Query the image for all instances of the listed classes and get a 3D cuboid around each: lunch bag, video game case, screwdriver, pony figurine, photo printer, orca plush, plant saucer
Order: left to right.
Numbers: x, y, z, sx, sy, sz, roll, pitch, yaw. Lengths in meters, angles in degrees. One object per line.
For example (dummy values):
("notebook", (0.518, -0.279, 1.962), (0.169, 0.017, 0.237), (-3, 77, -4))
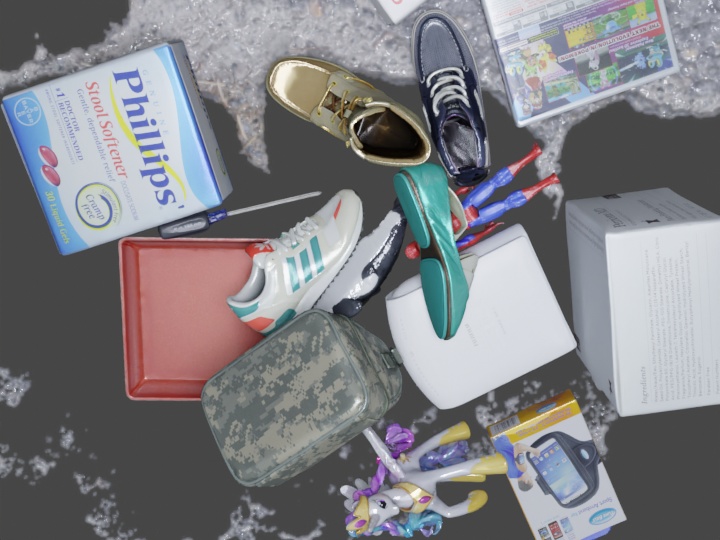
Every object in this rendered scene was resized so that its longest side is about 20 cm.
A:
("plant saucer", (-0.188, 0.057, 1.164), (0.196, 0.037, 0.204), (0, 103, -1))
("screwdriver", (-0.142, -0.074, 1.130), (0.197, 0.028, 0.030), (-19, 78, -10))
("lunch bag", (-0.057, 0.146, 1.082), (0.199, 0.167, 0.141), (-36, 68, 15))
("orca plush", (0.000, 0.000, 1.151), (0.105, 0.071, 0.202), (35, 92, 37))
("pony figurine", (0.052, 0.243, 1.148), (0.196, 0.193, 0.170), (-13, 108, -16))
("photo printer", (0.137, 0.061, 1.147), (0.197, 0.070, 0.169), (-26, 102, 6))
("video game case", (0.245, -0.283, 1.090), (0.196, 0.023, 0.185), (-18, 103, 3))

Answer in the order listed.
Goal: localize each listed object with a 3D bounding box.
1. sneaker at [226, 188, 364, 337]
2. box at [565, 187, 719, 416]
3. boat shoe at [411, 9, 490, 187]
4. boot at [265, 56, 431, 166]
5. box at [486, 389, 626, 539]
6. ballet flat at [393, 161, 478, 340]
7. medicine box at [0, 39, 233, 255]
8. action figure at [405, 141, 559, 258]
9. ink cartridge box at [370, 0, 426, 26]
("sneaker", (-0.076, -0.018, 1.094), (0.093, 0.070, 0.201), (33, 94, -29))
("box", (0.317, 0.027, 1.072), (0.128, 0.199, 0.204), (-7, 104, 1))
("boat shoe", (0.102, -0.194, 1.059), (0.073, 0.093, 0.204), (-17, 91, 8))
("boot", (-0.015, -0.173, 1.047), (0.197, 0.156, 0.074), (27, 103, -6))
("box", (0.252, 0.266, 1.213), (0.117, 0.042, 0.203), (-25, 100, 6))
("ballet flat", (0.096, -0.025, 1.071), (0.069, 0.067, 0.204), (-18, 99, -18))
("medicine box", (-0.267, -0.140, 1.083), (0.196, 0.103, 0.185), (-17, 103, 5))
("action figure", (0.136, -0.071, 1.127), (0.198, 0.052, 0.066), (-32, 96, 12))
("ink cartridge box", (0.070, -0.382, 1.033), (0.199, 0.084, 0.147), (-38, 100, 8))
